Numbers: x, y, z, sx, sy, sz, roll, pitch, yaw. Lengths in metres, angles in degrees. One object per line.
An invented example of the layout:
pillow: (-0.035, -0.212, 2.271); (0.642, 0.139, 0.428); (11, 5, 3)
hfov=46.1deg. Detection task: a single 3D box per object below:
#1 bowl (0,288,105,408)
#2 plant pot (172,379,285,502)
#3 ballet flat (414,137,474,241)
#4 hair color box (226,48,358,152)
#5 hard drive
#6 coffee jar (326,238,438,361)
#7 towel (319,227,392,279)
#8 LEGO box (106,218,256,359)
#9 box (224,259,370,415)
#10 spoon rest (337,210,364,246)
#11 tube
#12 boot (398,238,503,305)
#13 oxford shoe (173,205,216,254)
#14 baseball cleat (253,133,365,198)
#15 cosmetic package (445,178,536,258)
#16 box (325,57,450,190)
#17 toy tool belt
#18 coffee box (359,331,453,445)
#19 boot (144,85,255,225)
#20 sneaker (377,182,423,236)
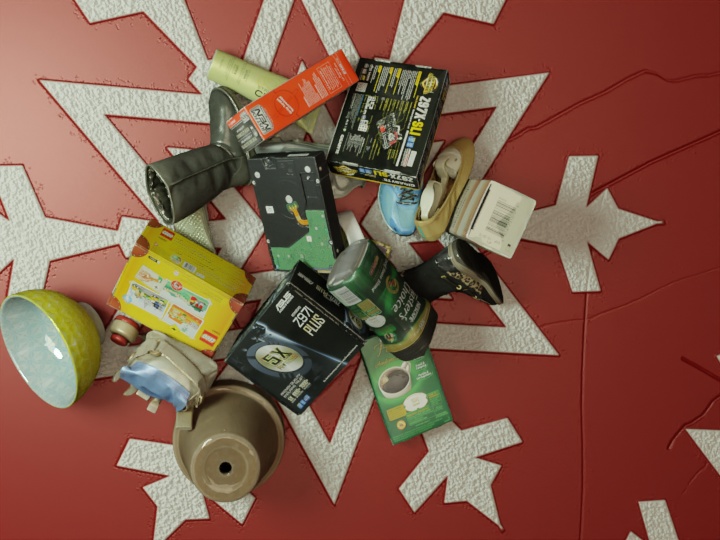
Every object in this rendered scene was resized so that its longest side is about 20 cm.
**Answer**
bowl: (-0.483, 0.110, 1.382); (0.107, 0.198, 0.203); (-32, 103, -45)
plant pot: (-0.222, 0.303, 1.417); (0.196, 0.175, 0.205); (-1, 99, -7)
ballet flat: (0.142, -0.149, 1.428); (0.063, 0.068, 0.203); (39, 64, -47)
hair color box: (-0.108, -0.271, 1.354); (0.199, 0.101, 0.062); (-38, 102, -24)
hard drive: (-0.102, -0.094, 1.393); (0.137, 0.038, 0.204); (2, 115, 31)
coffee jar: (0.041, 0.051, 1.368); (0.085, 0.105, 0.200); (-22, 122, 39)
towel: (-0.042, 0.024, 1.480); (0.142, 0.023, 0.203); (24, 94, -10)
LEGO box: (-0.294, 0.034, 1.390); (0.198, 0.078, 0.150); (30, 126, -10)
box: (-0.102, 0.114, 1.415); (0.163, 0.086, 0.200); (38, 116, -10)
spoon rest: (0.000, 0.000, 1.437); (0.098, 0.060, 0.204); (-21, 99, -16)
tube: (-0.157, -0.305, 1.412); (0.197, 0.052, 0.058); (24, 122, -14)
boot: (0.152, 0.027, 1.467); (0.149, 0.199, 0.074); (-25, 59, 23)
oxford shoe: (-0.282, -0.053, 1.426); (0.074, 0.058, 0.204); (-6, 112, -4)
baseball cleat: (-0.085, -0.171, 1.425); (0.196, 0.070, 0.109); (4, 95, -7)
cosmetic package: (0.206, -0.091, 1.406); (0.086, 0.200, 0.105); (23, 92, -9)
box: (0.046, -0.242, 1.379); (0.157, 0.049, 0.203); (12, 72, 15)
toy tool belt: (-0.342, 0.169, 1.389); (0.197, 0.125, 0.124); (27, 65, -2)
coffee box: (0.078, 0.193, 1.505); (0.121, 0.044, 0.203); (-21, 100, -4)
boot: (-0.262, -0.187, 1.350); (0.198, 0.072, 0.185); (-26, 99, -39)
sneaker: (0.072, -0.158, 1.436); (0.077, 0.090, 0.205); (-2, 97, -7)
